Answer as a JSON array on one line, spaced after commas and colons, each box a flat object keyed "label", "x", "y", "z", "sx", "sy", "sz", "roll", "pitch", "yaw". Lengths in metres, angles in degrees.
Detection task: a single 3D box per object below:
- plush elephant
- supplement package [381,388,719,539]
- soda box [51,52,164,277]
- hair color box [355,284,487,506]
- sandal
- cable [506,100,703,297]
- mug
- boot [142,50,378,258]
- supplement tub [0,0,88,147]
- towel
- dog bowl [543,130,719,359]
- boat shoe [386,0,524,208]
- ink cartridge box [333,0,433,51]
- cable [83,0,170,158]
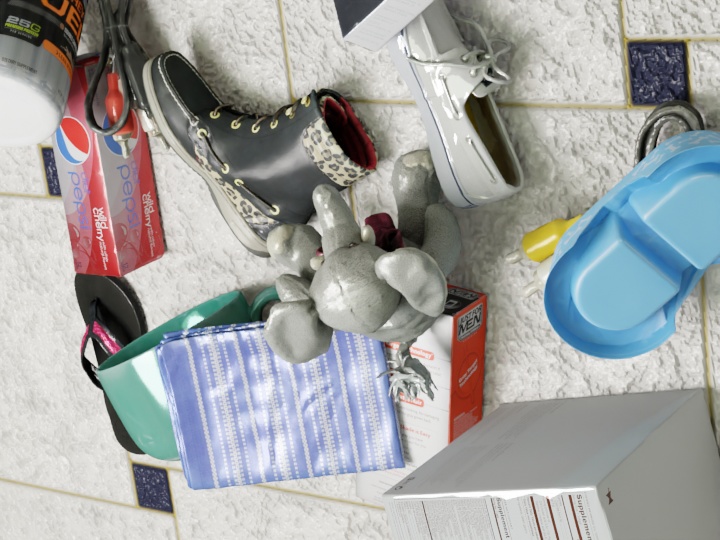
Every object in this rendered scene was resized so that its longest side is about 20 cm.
[{"label": "plush elephant", "x": 0.000, "y": 0.000, "z": 1.358, "sx": 0.163, "sy": 0.155, "sz": 0.202, "roll": -22, "pitch": 69, "yaw": 10}, {"label": "supplement package", "x": 0.162, "y": 0.200, "z": 1.358, "sx": 0.198, "sy": 0.191, "sz": 0.149, "roll": -8, "pitch": 104, "yaw": 39}, {"label": "soda box", "x": -0.241, "y": -0.100, "z": 1.617, "sx": 0.063, "sy": 0.070, "sz": 0.202, "roll": 4, "pitch": 110, "yaw": 36}, {"label": "hair color box", "x": 0.051, "y": 0.111, "z": 1.490, "sx": 0.101, "sy": 0.061, "sz": 0.202, "roll": 16, "pitch": 117, "yaw": 32}, {"label": "sandal", "x": -0.245, "y": 0.094, "z": 1.713, "sx": 0.074, "sy": 0.045, "sz": 0.202, "roll": -2, "pitch": 107, "yaw": 37}, {"label": "cable", "x": 0.202, "y": -0.035, "z": 1.318, "sx": 0.097, "sy": 0.050, "sz": 0.200, "roll": 45, "pitch": 128, "yaw": 4}, {"label": "mug", "x": -0.138, "y": 0.100, "z": 1.567, "sx": 0.184, "sy": 0.152, "sz": 0.115, "roll": -22, "pitch": 99, "yaw": 39}, {"label": "boot", "x": -0.086, "y": -0.129, "z": 1.492, "sx": 0.153, "sy": 0.073, "sz": 0.205, "roll": -32, "pitch": 91, "yaw": 37}, {"label": "supplement tub", "x": -0.307, "y": -0.222, "z": 1.530, "sx": 0.122, "sy": 0.122, "sz": 0.202, "roll": -20, "pitch": 53, "yaw": 40}, {"label": "towel", "x": -0.069, "y": 0.113, "z": 1.473, "sx": 0.197, "sy": 0.024, "sz": 0.147, "roll": -7, "pitch": 104, "yaw": 12}, {"label": "dog bowl", "x": 0.220, "y": -0.022, "z": 1.277, "sx": 0.111, "sy": 0.050, "sz": 0.200, "roll": 37, "pitch": 114, "yaw": -19}, {"label": "boat shoe", "x": 0.084, "y": -0.149, "z": 1.354, "sx": 0.085, "sy": 0.074, "sz": 0.204, "roll": -9, "pitch": 104, "yaw": 39}, {"label": "ink cartridge box", "x": 0.038, "y": -0.302, "z": 1.297, "sx": 0.199, "sy": 0.043, "sz": 0.200, "roll": -36, "pitch": 58, "yaw": 40}, {"label": "cable", "x": -0.219, "y": -0.201, "z": 1.559, "sx": 0.050, "sy": 0.096, "sz": 0.202, "roll": 172, "pitch": 80, "yaw": -80}]
